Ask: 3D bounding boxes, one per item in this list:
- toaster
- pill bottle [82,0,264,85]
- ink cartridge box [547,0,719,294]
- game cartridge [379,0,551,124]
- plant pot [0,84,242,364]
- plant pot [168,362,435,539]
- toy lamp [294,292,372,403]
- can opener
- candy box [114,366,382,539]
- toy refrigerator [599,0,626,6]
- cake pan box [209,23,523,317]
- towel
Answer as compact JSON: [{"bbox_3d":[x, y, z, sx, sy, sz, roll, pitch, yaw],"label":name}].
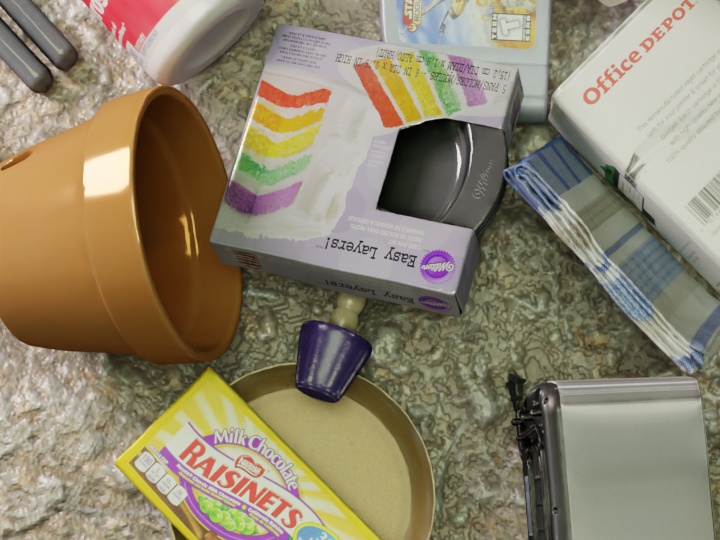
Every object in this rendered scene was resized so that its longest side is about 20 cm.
[{"bbox_3d":[0.175,0.159,1.463,0.118,0.181,0.201,-4,83,-2],"label":"toaster"},{"bbox_3d":[-0.173,-0.246,1.558,0.112,0.112,0.200,-42,83,-4],"label":"pill bottle"},{"bbox_3d":[0.257,-0.101,1.542,0.146,0.084,0.200,-43,83,-5],"label":"ink cartridge box"},{"bbox_3d":[0.082,-0.214,1.588,0.132,0.042,0.201,3,82,-3],"label":"game cartridge"},{"bbox_3d":[-0.185,-0.023,1.498,0.139,0.200,0.201,-10,82,16],"label":"plant pot"},{"bbox_3d":[-0.044,0.169,1.541,0.199,0.027,0.201,0,83,1],"label":"plant pot"},{"bbox_3d":[0.000,0.000,1.535,0.058,0.058,0.201,17,74,4],"label":"toy lamp"},{"bbox_3d":[-0.299,-0.223,1.580,0.053,0.067,0.200,-43,83,-4],"label":"can opener"},{"bbox_3d":[-0.076,0.176,1.515,0.200,0.026,0.102,44,82,6],"label":"candy box"},{"bbox_3d":[0.189,-0.306,1.544,0.070,0.076,0.201,-17,58,41],"label":"toy refrigerator"},{"bbox_3d":[0.010,-0.074,1.507,0.199,0.052,0.185,13,74,14],"label":"cake pan box"},{"bbox_3d":[0.194,-0.016,1.505,0.200,0.147,0.024,48,113,5],"label":"towel"}]
